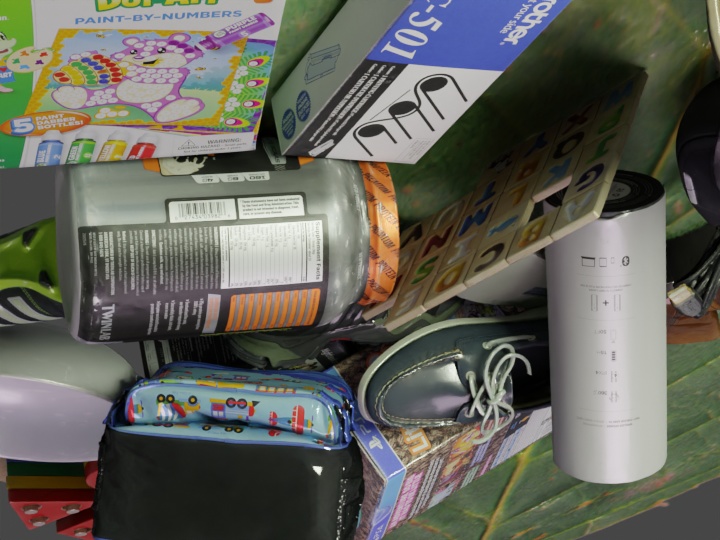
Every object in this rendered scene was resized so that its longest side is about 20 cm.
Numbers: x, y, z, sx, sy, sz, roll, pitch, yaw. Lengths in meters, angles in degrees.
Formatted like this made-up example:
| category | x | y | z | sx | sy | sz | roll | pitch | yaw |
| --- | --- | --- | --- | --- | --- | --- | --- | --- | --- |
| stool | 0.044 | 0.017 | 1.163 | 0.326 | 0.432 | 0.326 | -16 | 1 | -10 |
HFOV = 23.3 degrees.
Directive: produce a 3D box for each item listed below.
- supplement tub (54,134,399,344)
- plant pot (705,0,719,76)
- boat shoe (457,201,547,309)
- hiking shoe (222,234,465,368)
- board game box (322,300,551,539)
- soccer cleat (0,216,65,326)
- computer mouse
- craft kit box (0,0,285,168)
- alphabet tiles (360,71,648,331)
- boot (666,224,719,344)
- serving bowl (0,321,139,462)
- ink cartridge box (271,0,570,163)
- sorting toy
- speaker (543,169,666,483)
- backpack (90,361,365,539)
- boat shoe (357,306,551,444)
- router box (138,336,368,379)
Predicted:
| category | x | y | z | sx | sy | sz | roll | pitch | yaw |
| --- | --- | --- | --- | --- | --- | --- | --- | --- | --- |
| supplement tub | -0.084 | -0.021 | 1.075 | 0.199 | 0.123 | 0.123 | -4 | 155 | -16 |
| plant pot | 0.283 | -0.133 | 0.940 | 0.199 | 0.201 | 0.174 | -14 | 173 | 8 |
| boat shoe | 0.108 | -0.019 | 1.221 | 0.070 | 0.072 | 0.201 | -25 | 160 | 27 |
| hiking shoe | 0.000 | 0.000 | 1.208 | 0.199 | 0.076 | 0.101 | -19 | 138 | -21 |
| board game box | 0.063 | 0.104 | 1.352 | 0.200 | 0.097 | 0.160 | -29 | 160 | -20 |
| soccer cleat | -0.220 | 0.006 | 1.162 | 0.199 | 0.068 | 0.081 | -7 | 167 | 5 |
| computer mouse | 0.226 | -0.049 | 1.164 | 0.046 | 0.141 | 0.200 | 23 | 171 | 22 |
| craft kit box | -0.144 | -0.122 | 0.928 | 0.199 | 0.049 | 0.198 | -6 | 153 | -12 |
| alphabet tiles | 0.086 | -0.038 | 1.096 | 0.200 | 0.167 | 0.008 | -30 | 111 | 35 |
| boot | 0.287 | 0.028 | 1.407 | 0.187 | 0.069 | 0.200 | -13 | 157 | 5 |
| serving bowl | -0.249 | 0.080 | 1.276 | 0.199 | 0.066 | 0.200 | 4 | 158 | 2 |
| ink cartridge box | 0.034 | -0.128 | 0.984 | 0.094 | 0.044 | 0.200 | 1 | 153 | -29 |
| sorting toy | -0.217 | 0.173 | 1.510 | 0.199 | 0.070 | 0.199 | -22 | 153 | 25 |
| speaker | 0.165 | 0.040 | 1.167 | 0.081 | 0.081 | 0.201 | -8 | 113 | -6 |
| backpack | -0.081 | 0.134 | 1.213 | 0.182 | 0.135 | 0.200 | 5 | -177 | 7 |
| boat shoe | 0.096 | 0.076 | 1.229 | 0.199 | 0.062 | 0.075 | -9 | 117 | -25 |
| router box | -0.070 | 0.076 | 1.361 | 0.149 | 0.051 | 0.200 | -15 | 162 | 7 |
